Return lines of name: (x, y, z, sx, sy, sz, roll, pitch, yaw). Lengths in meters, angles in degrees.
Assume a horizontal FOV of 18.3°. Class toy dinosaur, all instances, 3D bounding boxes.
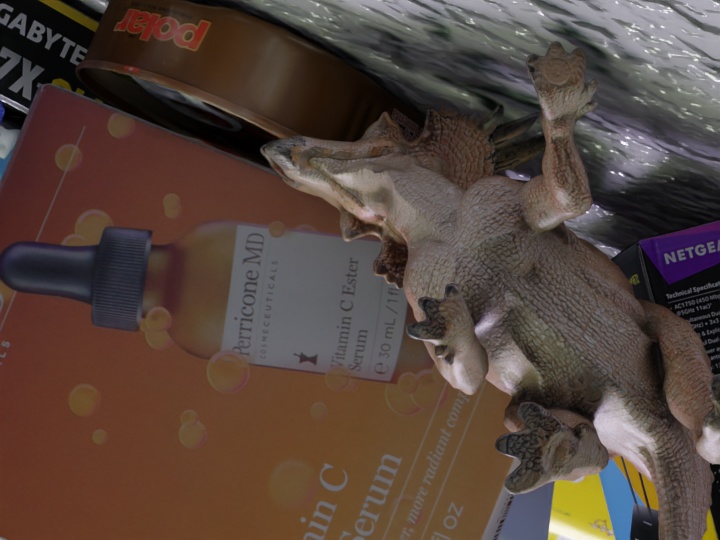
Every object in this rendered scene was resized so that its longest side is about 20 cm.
toy dinosaur: (0.058, 0.016, 0.671, 0.200, 0.086, 0.136, 55, 178, 4)

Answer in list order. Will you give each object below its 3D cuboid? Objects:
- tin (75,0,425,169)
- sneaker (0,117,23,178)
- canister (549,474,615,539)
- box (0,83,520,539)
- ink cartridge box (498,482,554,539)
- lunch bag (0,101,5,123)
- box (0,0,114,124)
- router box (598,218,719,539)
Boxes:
tin: (-0.021, -0.049, 0.821, 0.112, 0.042, 0.200, 13, 169, 34)
sneaker: (-0.181, -0.024, 0.928, 0.075, 0.087, 0.200, 25, 175, -29)
canister: (0.068, 0.074, 1.158, 0.199, 0.087, 0.149, 20, -163, -1)
box: (-0.040, 0.045, 0.788, 0.199, 0.153, 0.106, 21, 178, 7)
ink cartridge box: (-0.018, 0.086, 0.900, 0.199, 0.174, 0.044, 22, 145, -18)
lunch bag: (-0.223, -0.099, 0.711, 0.170, 0.128, 0.200, 29, 180, -42)
box: (-0.143, -0.078, 0.944, 0.159, 0.050, 0.200, 30, 171, -30)
router box: (0.121, 0.067, 0.794, 0.051, 0.150, 0.200, -13, 174, -4)
